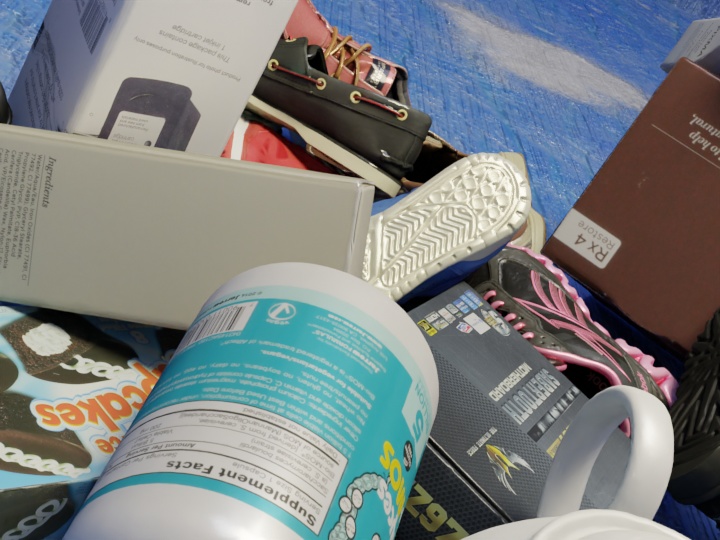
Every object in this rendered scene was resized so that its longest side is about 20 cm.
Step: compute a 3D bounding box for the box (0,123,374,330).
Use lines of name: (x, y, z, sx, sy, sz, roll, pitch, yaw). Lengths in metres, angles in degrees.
box: (-0.098, -0.018, 0.643, 0.199, 0.083, 0.068, 10, 5, 5)

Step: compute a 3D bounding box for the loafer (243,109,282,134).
loafer: (-0.124, -0.133, 0.989, 0.199, 0.063, 0.072, 3, 33, -46)

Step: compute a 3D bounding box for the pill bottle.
pill bottle: (-0.043, 0.094, 0.510, 0.110, 0.111, 0.200, 27, 39, -2)

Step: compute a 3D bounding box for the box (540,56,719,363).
box: (0.256, -0.017, 0.973, 0.166, 0.165, 0.200, 37, 4, 20)

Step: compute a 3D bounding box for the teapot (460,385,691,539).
teapot: (0.090, 0.154, 0.486, 0.197, 0.146, 0.200, -14, 50, -48)

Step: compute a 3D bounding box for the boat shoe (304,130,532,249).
boat shoe: (0.038, -0.067, 0.962, 0.199, 0.072, 0.076, 23, 43, 36)

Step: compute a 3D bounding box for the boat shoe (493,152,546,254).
boat shoe: (0.096, -0.025, 1.009, 0.065, 0.072, 0.200, 3, 35, -3)

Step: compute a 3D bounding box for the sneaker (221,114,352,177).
sneaker: (-0.046, -0.045, 0.874, 0.115, 0.079, 0.200, 21, 25, -12)

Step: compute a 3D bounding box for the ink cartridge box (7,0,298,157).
ink cartridge box: (-0.126, -0.103, 0.748, 0.084, 0.200, 0.145, 19, 24, -27)

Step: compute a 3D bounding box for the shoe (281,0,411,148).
shoe: (-0.021, -0.154, 1.000, 0.091, 0.200, 0.072, 6, 61, 19)

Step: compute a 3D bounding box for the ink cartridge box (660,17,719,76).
ink cartridge box: (0.301, -0.107, 0.928, 0.160, 0.047, 0.200, 35, 7, -7)

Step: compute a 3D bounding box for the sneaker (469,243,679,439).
sneaker: (0.106, 0.046, 0.843, 0.200, 0.079, 0.095, 37, 19, 24)

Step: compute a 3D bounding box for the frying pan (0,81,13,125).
frying pan: (-0.263, -0.098, 0.693, 0.190, 0.031, 0.115, -4, 38, -46)

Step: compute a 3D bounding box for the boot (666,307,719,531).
boot: (0.261, 0.101, 0.797, 0.158, 0.079, 0.211, 42, 54, -9)

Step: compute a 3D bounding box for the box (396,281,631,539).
box: (0.066, 0.090, 0.702, 0.158, 0.051, 0.200, 45, 22, 10)

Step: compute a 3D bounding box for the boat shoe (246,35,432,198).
boat shoe: (-0.045, -0.123, 0.921, 0.201, 0.063, 0.074, 31, 3, 16)

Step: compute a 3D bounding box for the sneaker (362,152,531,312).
sneaker: (0.001, 0.001, 0.812, 0.077, 0.199, 0.111, 61, -13, 11)

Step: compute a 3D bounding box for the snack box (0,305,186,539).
snack box: (-0.121, 0.063, 0.611, 0.200, 0.037, 0.116, 0, 36, -49)
